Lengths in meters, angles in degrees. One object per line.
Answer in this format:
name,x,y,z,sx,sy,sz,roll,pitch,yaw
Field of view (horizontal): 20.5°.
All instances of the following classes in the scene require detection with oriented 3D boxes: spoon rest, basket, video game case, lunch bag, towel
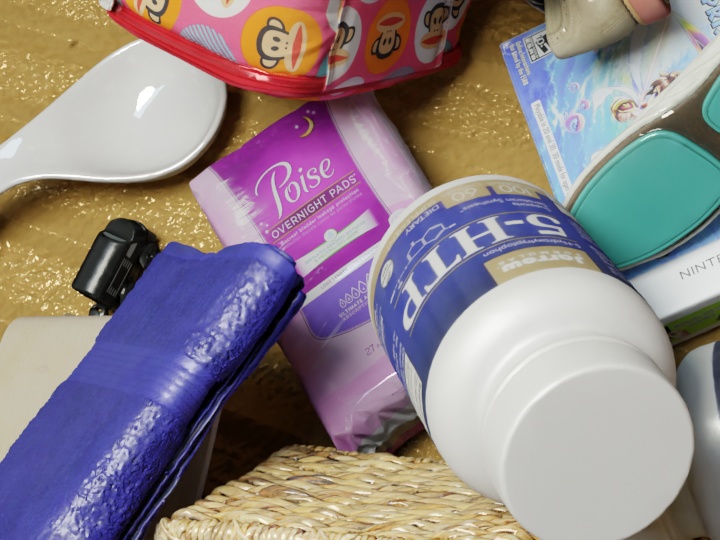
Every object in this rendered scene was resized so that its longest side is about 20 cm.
spoon rest,-0.170,-0.075,1.235,0.199,0.061,0.100,-32,61,11
basket,0.014,0.176,0.983,0.199,0.149,0.144,3,102,24
video game case,0.190,-0.076,1.084,0.181,0.045,0.201,-24,63,13
lunch bag,-0.046,-0.167,1.137,0.176,0.200,0.082,28,116,29
towel,-0.114,0.073,1.004,0.200,0.050,0.147,-54,22,-16

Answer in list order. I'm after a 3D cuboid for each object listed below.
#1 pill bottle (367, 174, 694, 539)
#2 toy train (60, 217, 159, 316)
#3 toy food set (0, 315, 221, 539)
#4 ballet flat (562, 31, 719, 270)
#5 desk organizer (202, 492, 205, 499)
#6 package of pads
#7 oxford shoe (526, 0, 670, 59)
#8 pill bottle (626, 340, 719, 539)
pill bottle,0.081,0.042,0.941,0.120,0.120,0.200,-41,26,5
toy train,-0.178,0.059,1.195,0.034,0.046,0.201,20,80,29
toy food set,-0.138,0.113,1.079,0.143,0.060,0.201,0,60,20
ballet flat,0.177,-0.077,1.018,0.200,0.069,0.070,-50,55,32
desk organizer,-0.121,0.169,1.114,0.077,0.072,0.201,-27,62,10
package of pads,0.000,0.000,1.122,0.120,0.076,0.200,-33,61,5
oxford shoe,0.112,-0.191,1.120,0.075,0.070,0.200,-31,33,15
pill bottle,0.220,0.081,0.973,0.199,0.111,0.112,-15,65,18
